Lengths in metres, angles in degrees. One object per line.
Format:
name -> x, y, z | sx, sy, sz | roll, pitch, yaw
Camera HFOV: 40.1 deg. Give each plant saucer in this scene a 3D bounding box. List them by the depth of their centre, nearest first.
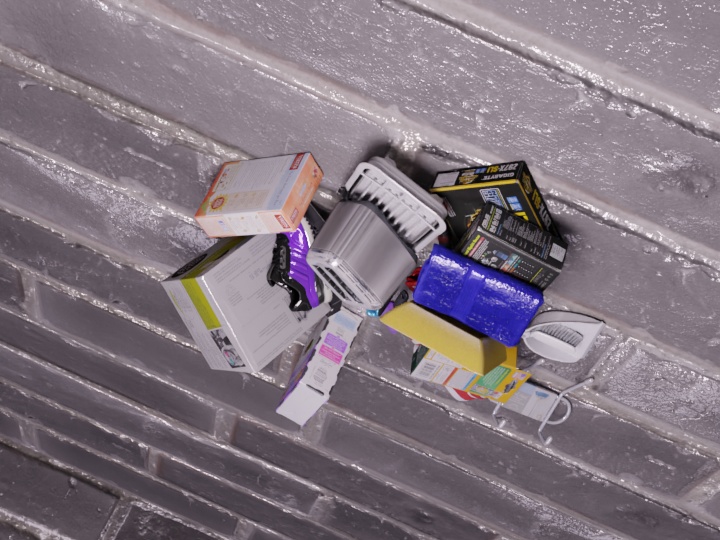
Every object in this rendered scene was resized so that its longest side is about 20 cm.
plant saucer -> 0.152, 0.099, 1.681 | 0.198, 0.049, 0.200 | 27, -168, 17

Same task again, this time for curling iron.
curling iron -> 0.137, -0.060, 1.701 | 0.049, 0.026, 0.201 | 21, 153, 36

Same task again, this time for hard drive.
hard drive -> -0.081, -0.023, 1.814 | 0.140, 0.037, 0.201 | 50, 156, 28

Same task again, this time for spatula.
spatula -> 0.069, 0.074, 1.873 | 0.057, 0.020, 0.200 | 64, 167, 13

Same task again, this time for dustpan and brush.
dustpan and brush -> 0.324, 0.114, 1.781 | 0.197, 0.058, 0.140 | 21, 146, 6

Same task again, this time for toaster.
toaster -> -0.003, -0.027, 1.659 | 0.113, 0.130, 0.200 | 10, 149, 50

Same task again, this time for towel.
towel -> 0.185, 0.046, 1.590 | 0.197, 0.050, 0.148 | 23, 147, 5

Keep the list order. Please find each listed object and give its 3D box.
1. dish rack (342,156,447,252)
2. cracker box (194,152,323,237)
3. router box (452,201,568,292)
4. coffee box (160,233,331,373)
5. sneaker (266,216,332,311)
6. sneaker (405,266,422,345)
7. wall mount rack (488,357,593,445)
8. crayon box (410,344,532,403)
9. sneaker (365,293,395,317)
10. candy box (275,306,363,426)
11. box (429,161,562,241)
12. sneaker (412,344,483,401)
dish rack -> 0.058, -0.113, 1.615 | 0.171, 0.044, 0.200 | 37, 160, -4
cracker box -> -0.175, -0.129, 1.704 | 0.197, 0.135, 0.058 | -2, 138, 35
router box -> 0.225, -0.006, 1.596 | 0.148, 0.063, 0.201 | 26, 146, -3
coffee box -> -0.213, 0.047, 1.825 | 0.197, 0.199, 0.202 | -6, 118, 57
sneaker -> -0.125, -0.020, 1.728 | 0.069, 0.098, 0.203 | -3, 111, 66
sneaker -> 0.121, 0.055, 1.839 | 0.115, 0.079, 0.200 | 41, 138, -2
wall mount rack -> 0.350, 0.245, 1.918 | 0.197, 0.075, 0.176 | 21, 110, -19
crayon box -> 0.206, 0.174, 1.842 | 0.197, 0.052, 0.126 | 18, 142, -9
sneaker -> 0.000, 0.000, 1.813 | 0.072, 0.083, 0.200 | -9, 132, 43
candy box -> -0.084, 0.192, 2.016 | 0.071, 0.202, 0.168 | 29, 146, -7
box -> 0.224, -0.082, 1.595 | 0.157, 0.050, 0.201 | -4, 136, 33
sneaker -> 0.197, 0.195, 1.961 | 0.111, 0.072, 0.200 | -8, 142, 44
